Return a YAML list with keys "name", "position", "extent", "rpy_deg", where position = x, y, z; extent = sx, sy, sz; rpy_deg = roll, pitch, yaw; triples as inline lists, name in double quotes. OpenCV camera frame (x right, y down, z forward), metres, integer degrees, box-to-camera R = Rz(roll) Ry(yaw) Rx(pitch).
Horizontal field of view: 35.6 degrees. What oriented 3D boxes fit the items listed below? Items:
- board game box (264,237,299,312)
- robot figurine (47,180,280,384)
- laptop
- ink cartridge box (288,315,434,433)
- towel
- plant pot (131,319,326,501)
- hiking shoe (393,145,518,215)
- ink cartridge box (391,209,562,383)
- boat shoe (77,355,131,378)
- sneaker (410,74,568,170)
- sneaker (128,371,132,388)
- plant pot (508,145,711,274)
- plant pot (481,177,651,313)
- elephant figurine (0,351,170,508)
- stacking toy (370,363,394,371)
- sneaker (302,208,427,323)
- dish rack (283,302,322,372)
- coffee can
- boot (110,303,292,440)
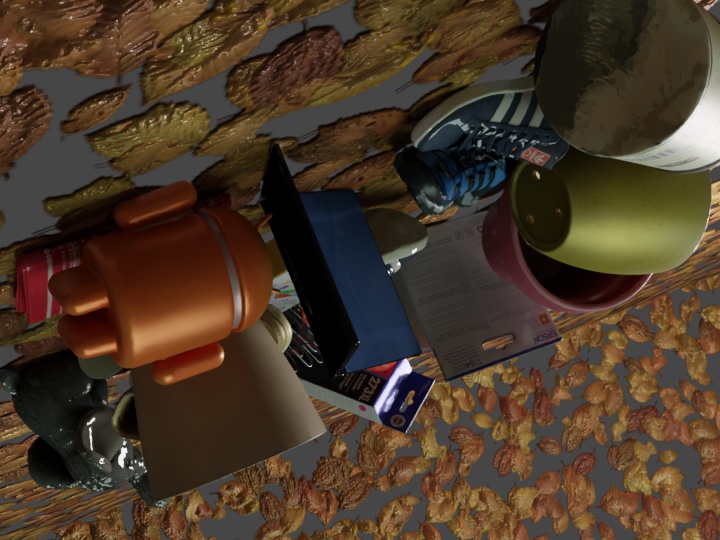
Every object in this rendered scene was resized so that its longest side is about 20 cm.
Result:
- name: "board game box"
  position: [-0.097, 0.009, 1.302]
  extent: [0.199, 0.041, 0.153]
  rpy_deg: [-30, 166, 28]
- name: "robot figurine"
  position: [-0.160, 0.014, 0.959]
  extent: [0.199, 0.145, 0.117]
  rpy_deg: [-18, 166, -25]
- name: "laptop"
  position: [-0.007, -0.011, 1.036]
  extent: [0.115, 0.189, 0.200]
  rpy_deg: [-20, 167, -15]
- name: "ink cartridge box"
  position: [-0.012, 0.131, 1.439]
  extent: [0.095, 0.199, 0.037]
  rpy_deg: [-56, 158, -37]
- name: "towel"
  position: [-0.221, -0.012, 1.037]
  extent: [0.199, 0.023, 0.145]
  rpy_deg: [-20, 165, -22]
- name: "plant pot"
  position: [-0.154, 0.102, 1.130]
  extent: [0.186, 0.202, 0.187]
  rpy_deg: [-21, 176, -1]
- name: "hiking shoe"
  position: [0.098, -0.109, 1.119]
  extent: [0.086, 0.075, 0.200]
  rpy_deg: [-37, 173, 23]
- name: "ink cartridge box"
  position: [0.141, 0.031, 1.451]
  extent: [0.198, 0.201, 0.041]
  rpy_deg: [-15, 165, -30]
- name: "boat shoe"
  position: [-0.217, 0.062, 1.239]
  extent: [0.199, 0.072, 0.063]
  rpy_deg: [-27, 176, 13]
- name: "sneaker"
  position: [0.145, -0.130, 1.053]
  extent: [0.198, 0.085, 0.075]
  rpy_deg: [-18, 167, -22]
- name: "sneaker"
  position: [-0.206, 0.119, 1.488]
  extent: [0.198, 0.078, 0.086]
  rpy_deg: [-18, 163, -22]
- name: "plant pot"
  position: [0.240, -0.082, 1.164]
  extent: [0.141, 0.202, 0.200]
  rpy_deg: [-14, 165, -29]
- name: "plant pot"
  position: [0.239, -0.046, 1.373]
  extent: [0.198, 0.202, 0.179]
  rpy_deg: [-19, -178, -17]
- name: "elephant figurine"
  position: [-0.322, 0.202, 1.326]
  extent: [0.154, 0.201, 0.142]
  rpy_deg: [-18, 167, -18]
- name: "stacking toy"
  position: [0.021, 0.065, 1.424]
  extent: [0.085, 0.086, 0.200]
  rpy_deg: [-24, -156, 7]
- name: "sneaker"
  position: [0.000, 0.000, 1.211]
  extent: [0.200, 0.075, 0.085]
  rpy_deg: [-30, 147, -48]
- name: "dish rack"
  position: [-0.051, 0.062, 1.381]
  extent: [0.199, 0.055, 0.154]
  rpy_deg: [-22, -150, 30]
- name: "coffee can"
  position: [0.254, -0.163, 0.966]
  extent: [0.146, 0.147, 0.199]
  rpy_deg: [-29, 166, 28]
- name: "boot"
  position: [-0.179, 0.116, 1.250]
  extent: [0.199, 0.073, 0.155]
  rpy_deg: [-26, -172, 39]
